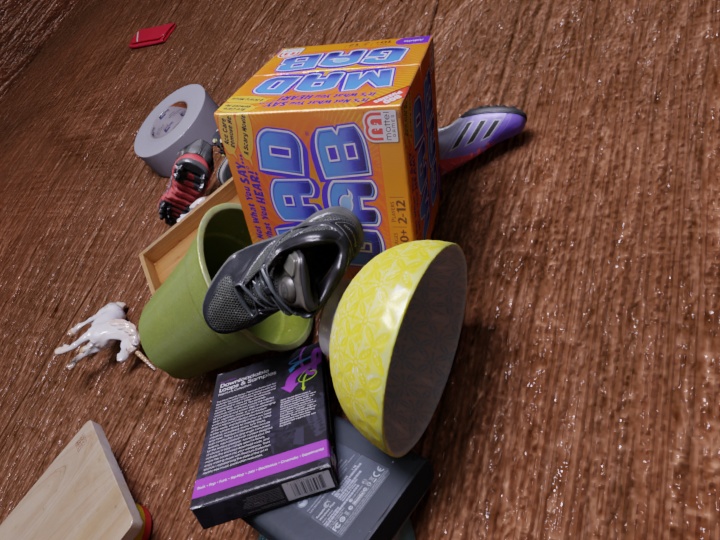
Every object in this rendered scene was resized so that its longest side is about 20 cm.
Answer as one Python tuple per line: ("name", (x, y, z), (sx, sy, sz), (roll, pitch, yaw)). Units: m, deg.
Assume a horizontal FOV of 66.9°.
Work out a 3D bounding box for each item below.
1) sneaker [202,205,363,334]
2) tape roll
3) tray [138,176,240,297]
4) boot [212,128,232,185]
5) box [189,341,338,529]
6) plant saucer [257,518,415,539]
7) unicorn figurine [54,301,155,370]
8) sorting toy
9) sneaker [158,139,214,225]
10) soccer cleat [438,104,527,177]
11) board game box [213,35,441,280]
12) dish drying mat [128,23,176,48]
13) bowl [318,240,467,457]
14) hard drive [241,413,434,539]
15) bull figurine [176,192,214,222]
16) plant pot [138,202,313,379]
("sneaker", (-0.089, 0.013, 0.532), (0.195, 0.078, 0.115), (-27, 13, 15))
("tape roll", (-0.391, -0.302, 1.173), (0.194, 0.066, 0.206), (-17, 52, 22))
("tray", (-0.237, -0.048, 0.822), (0.198, 0.037, 0.099), (-39, 51, -1))
("boot", (-0.219, -0.213, 0.982), (0.150, 0.075, 0.206), (4, 48, 37))
("box", (-0.099, 0.167, 0.595), (0.138, 0.037, 0.202), (-17, 29, 2))
("plant saucer", (-0.037, 0.292, 0.541), (0.194, 0.027, 0.206), (-18, 50, 23))
("unicorn figurine", (-0.420, 0.107, 0.893), (0.134, 0.075, 0.202), (-29, 41, -2))
("sorting toy", (-0.362, 0.342, 0.694), (0.201, 0.070, 0.197), (-50, 46, -8))
("sneaker", (-0.308, -0.156, 0.973), (0.200, 0.069, 0.101), (-45, 30, 47))
("soccer cleat", (0.129, -0.164, 0.736), (0.194, 0.068, 0.076), (-8, 73, 28))
("board game box", (-0.017, -0.130, 0.637), (0.193, 0.205, 0.203), (2, 38, 17))
("dish drying mat", (-0.642, -0.721, 1.672), (0.195, 0.018, 0.078), (11, 65, 39))
("bowl", (0.022, 0.060, 0.531), (0.105, 0.201, 0.205), (16, 67, 25))
("hard drive", (-0.042, 0.213, 0.549), (0.196, 0.034, 0.139), (10, 40, 43))
("bull figurine", (-0.237, -0.051, 0.887), (0.117, 0.066, 0.204), (-17, 48, 8))
("plant pot", (-0.193, 0.049, 0.724), (0.187, 0.199, 0.205), (-31, 45, 26))
